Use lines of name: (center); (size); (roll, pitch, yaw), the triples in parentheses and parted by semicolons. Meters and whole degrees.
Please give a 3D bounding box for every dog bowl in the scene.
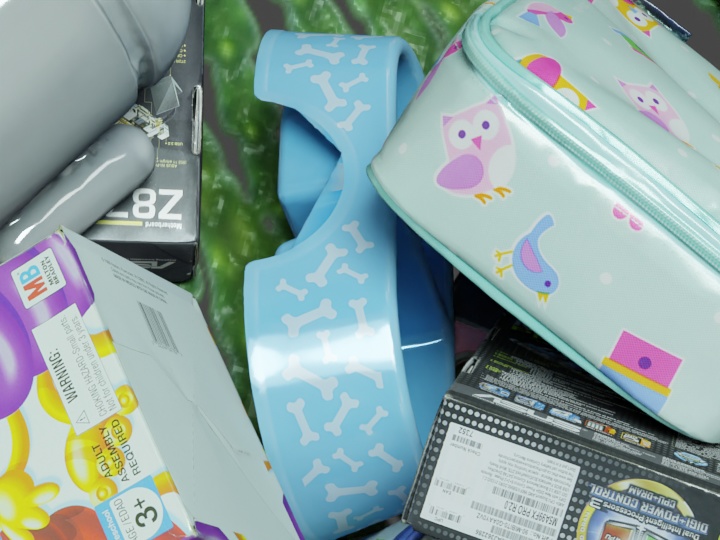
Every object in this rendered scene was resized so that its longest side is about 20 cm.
dog bowl: (0.000, 0.000, 0.845); (0.049, 0.112, 0.201); (-9, 49, 12)

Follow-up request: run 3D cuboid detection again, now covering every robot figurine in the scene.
robot figurine: (-0.137, -0.077, 0.826); (0.200, 0.113, 0.170); (-45, 125, -16)

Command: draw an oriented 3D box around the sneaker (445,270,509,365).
sneaker: (0.110, 0.067, 0.893); (0.200, 0.070, 0.082); (41, 88, 10)

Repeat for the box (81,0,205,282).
box: (-0.157, -0.081, 0.910); (0.199, 0.049, 0.162); (1, 70, -6)

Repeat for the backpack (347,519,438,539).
backpack: (0.055, 0.176, 0.788); (0.182, 0.147, 0.201); (23, 60, -21)

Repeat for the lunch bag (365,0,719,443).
lunch bag: (0.096, -0.027, 0.815); (0.160, 0.200, 0.077); (37, 110, 4)

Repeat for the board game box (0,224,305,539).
board game box: (-0.133, 0.089, 0.740); (0.199, 0.105, 0.103); (-30, 70, 11)

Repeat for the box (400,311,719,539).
box: (0.123, 0.077, 0.777); (0.199, 0.160, 0.045); (19, 100, 6)
